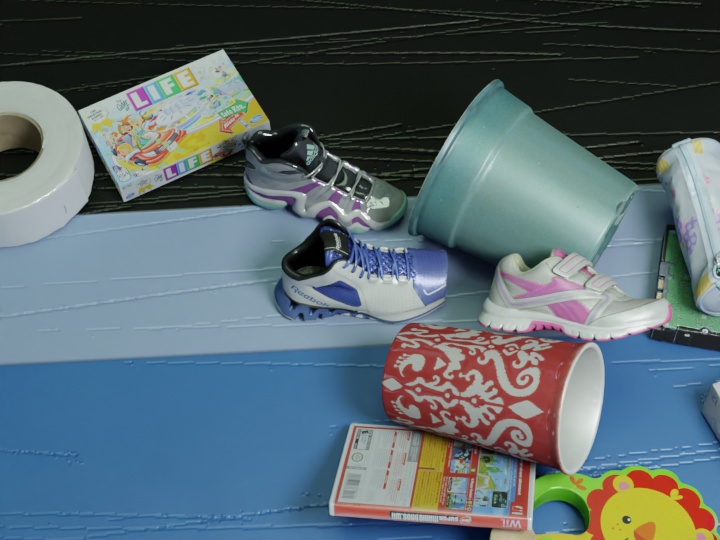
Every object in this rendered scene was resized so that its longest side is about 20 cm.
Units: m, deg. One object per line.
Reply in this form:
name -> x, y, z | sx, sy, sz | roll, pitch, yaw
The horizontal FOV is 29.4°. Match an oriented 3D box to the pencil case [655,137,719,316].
pencil case -> 0.383, -0.049, 1.503 | 0.083, 0.091, 0.200 | -31, 49, 31

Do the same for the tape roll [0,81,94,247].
tape roll -> -0.423, -0.128, 1.645 | 0.202, 0.071, 0.203 | -1, 57, 2

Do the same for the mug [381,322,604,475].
mug -> 0.141, 0.130, 1.422 | 0.200, 0.178, 0.134 | 9, 75, 26

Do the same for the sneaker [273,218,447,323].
sneaker -> -0.001, 0.000, 1.518 | 0.199, 0.115, 0.081 | -5, 58, 0

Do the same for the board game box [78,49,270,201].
board game box -> -0.229, -0.180, 1.690 | 0.200, 0.034, 0.135 | -26, 60, -13

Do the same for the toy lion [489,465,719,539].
toy lion -> 0.251, 0.267, 1.374 | 0.200, 0.069, 0.192 | 28, 56, 19

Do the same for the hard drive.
hard drive -> 0.429, 0.028, 1.526 | 0.200, 0.038, 0.140 | 9, 58, 8

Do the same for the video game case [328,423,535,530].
video game case -> 0.077, 0.207, 1.396 | 0.200, 0.017, 0.143 | 3, 28, 8

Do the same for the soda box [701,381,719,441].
soda box -> 0.430, 0.199, 1.402 | 0.068, 0.063, 0.200 | -20, 59, -11

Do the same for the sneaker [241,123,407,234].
sneaker -> -0.045, -0.116, 1.577 | 0.200, 0.140, 0.078 | 9, 58, 9

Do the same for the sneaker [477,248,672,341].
sneaker -> 0.219, 0.023, 1.409 | 0.200, 0.081, 0.088 | 5, 93, 19

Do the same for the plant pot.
plant pot -> 0.187, -0.079, 1.524 | 0.196, 0.200, 0.200 | 30, 63, 12
